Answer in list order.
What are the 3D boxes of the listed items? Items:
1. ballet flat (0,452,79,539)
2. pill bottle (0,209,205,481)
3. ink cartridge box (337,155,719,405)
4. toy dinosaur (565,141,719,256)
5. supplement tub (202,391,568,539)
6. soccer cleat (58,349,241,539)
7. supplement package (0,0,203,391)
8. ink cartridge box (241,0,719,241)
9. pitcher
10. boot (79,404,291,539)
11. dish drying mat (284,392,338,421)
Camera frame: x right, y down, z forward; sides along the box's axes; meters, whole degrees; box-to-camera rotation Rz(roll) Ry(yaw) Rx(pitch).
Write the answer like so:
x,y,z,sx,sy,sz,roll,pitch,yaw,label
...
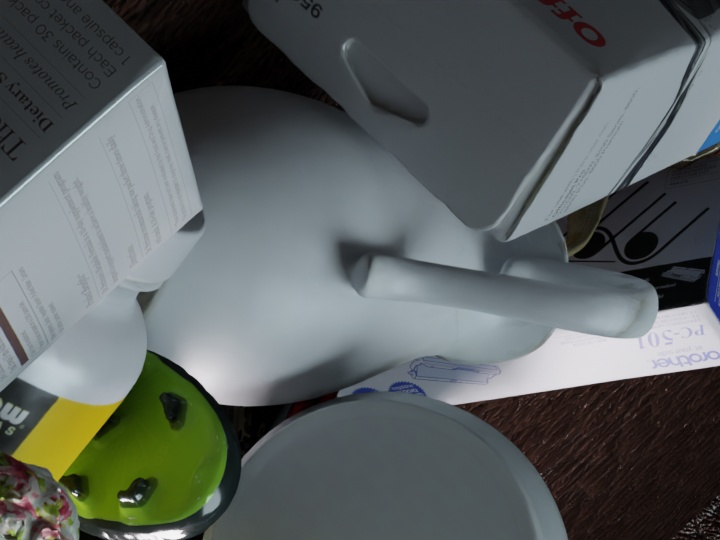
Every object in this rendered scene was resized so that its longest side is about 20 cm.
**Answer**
x,y,z,sx,sy,sz,roll,pitch,yaw,label
-0.186,0.093,0.697,0.064,0.199,0.076,-87,173,-72,ballet flat
-0.144,0.035,0.771,0.200,0.112,0.112,-51,163,14,pill bottle
0.083,0.009,1.078,0.044,0.199,0.094,55,38,-36,ink cartridge box
0.109,-0.058,1.046,0.101,0.200,0.058,-19,128,8,toy dinosaur
0.013,0.128,0.925,0.144,0.144,0.200,-44,168,-6,supplement tub
-0.095,0.066,0.856,0.081,0.200,0.068,33,75,-36,soccer cleat
-0.156,-0.006,0.639,0.200,0.114,0.110,-44,165,-12,supplement package
0.074,-0.107,0.917,0.200,0.145,0.084,-25,152,-52,ink cartridge box
-0.001,-0.003,0.889,0.200,0.171,0.122,6,93,-40,pitcher
-0.067,0.086,1.044,0.154,0.073,0.204,14,84,-76,boot
0.000,0.000,1.059,0.077,0.018,0.200,115,-3,-48,dish drying mat
